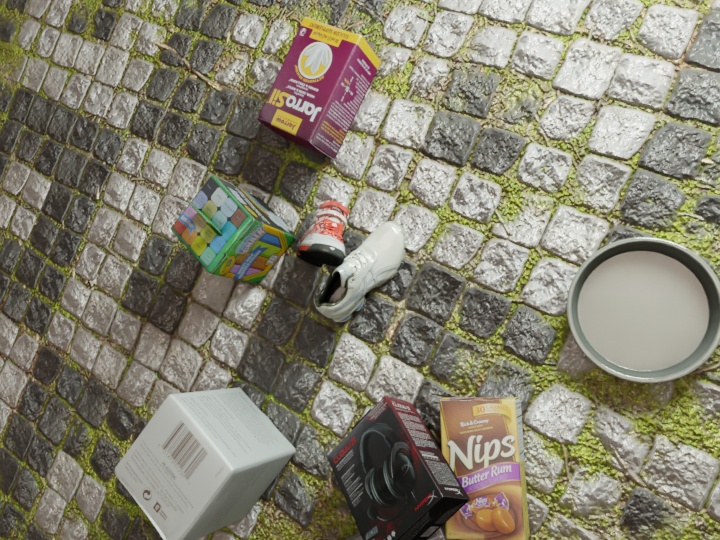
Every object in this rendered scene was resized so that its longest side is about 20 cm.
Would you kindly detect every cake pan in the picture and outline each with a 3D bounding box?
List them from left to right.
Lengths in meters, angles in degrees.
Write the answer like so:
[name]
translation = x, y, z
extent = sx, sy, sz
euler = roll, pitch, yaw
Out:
[cake pan]
translation = 0.395, 0.055, 0.803
extent = 0.199, 0.037, 0.202
euler = -4, 81, 23

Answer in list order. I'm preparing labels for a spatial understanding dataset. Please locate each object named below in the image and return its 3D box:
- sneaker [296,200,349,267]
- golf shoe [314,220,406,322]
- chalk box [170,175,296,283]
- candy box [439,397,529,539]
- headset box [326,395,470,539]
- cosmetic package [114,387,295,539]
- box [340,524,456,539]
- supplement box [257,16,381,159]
[sneaker]
translation = -0.055, -0.066, 0.939
extent = 0.067, 0.201, 0.109
euler = 24, 84, -12
[golf shoe]
translation = 0.000, 0.000, 0.948
extent = 0.078, 0.097, 0.201
euler = 39, 97, 24
[chalk box]
translation = -0.230, -0.070, 0.998
extent = 0.125, 0.200, 0.124
euler = 45, 100, 22
[candy box]
translation = 0.183, 0.291, 0.851
extent = 0.116, 0.056, 0.202
euler = -6, 79, 23
[headset box]
translation = 0.046, 0.302, 0.861
extent = 0.149, 0.077, 0.200
euler = -48, 46, 16
[cosmetic package]
translation = -0.250, 0.315, 0.951
extent = 0.167, 0.200, 0.167
euler = 40, 98, 23
[box]
translation = 0.063, 0.471, 0.879
extent = 0.199, 0.048, 0.159
euler = -29, 71, 17
[supplement box]
translation = -0.073, -0.323, 1.021
extent = 0.130, 0.103, 0.201
euler = 27, 94, 23
